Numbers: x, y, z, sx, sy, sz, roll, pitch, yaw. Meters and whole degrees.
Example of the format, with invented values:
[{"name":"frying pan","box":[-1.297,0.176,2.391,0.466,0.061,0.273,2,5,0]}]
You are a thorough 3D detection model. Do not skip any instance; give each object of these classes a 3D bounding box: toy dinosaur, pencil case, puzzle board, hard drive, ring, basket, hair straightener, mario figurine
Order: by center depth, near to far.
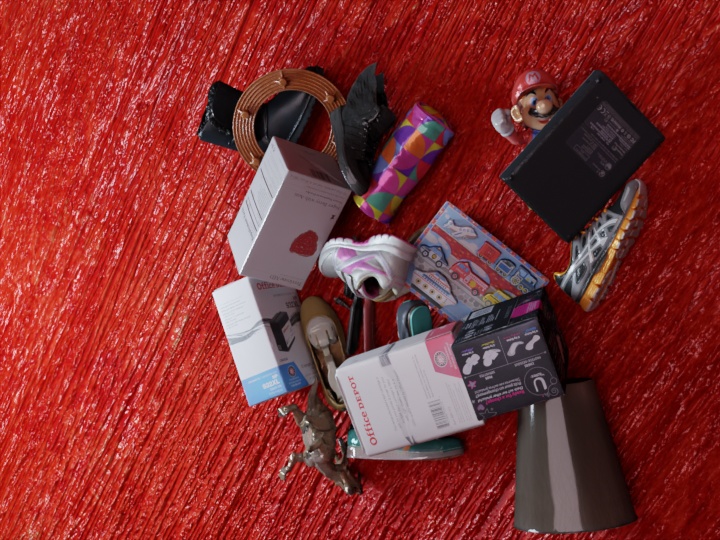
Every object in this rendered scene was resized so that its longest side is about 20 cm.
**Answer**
[{"name":"hard drive","box":[0.313,-0.159,1.209,0.139,0.033,0.200,41,96,-12]},{"name":"mario figurine","box":[0.266,-0.192,1.239,0.105,0.122,0.203,-7,95,52]},{"name":"basket","box":[0.297,0.264,1.246,0.178,0.136,0.203,-9,85,20]},{"name":"puzzle board","box":[0.167,0.012,1.320,0.199,0.017,0.151,37,109,-1]},{"name":"pencil case","box":[0.067,-0.169,1.362,0.088,0.088,0.201,44,112,17]},{"name":"ring","box":[-0.111,-0.233,1.410,0.197,0.019,0.203,-3,121,-4]},{"name":"toy dinosaur","box":[-0.064,0.279,1.435,0.085,0.134,0.204,-9,83,44]},{"name":"hair straightener","box":[-0.015,0.043,1.436,0.076,0.041,0.204,-1,92,26]}]

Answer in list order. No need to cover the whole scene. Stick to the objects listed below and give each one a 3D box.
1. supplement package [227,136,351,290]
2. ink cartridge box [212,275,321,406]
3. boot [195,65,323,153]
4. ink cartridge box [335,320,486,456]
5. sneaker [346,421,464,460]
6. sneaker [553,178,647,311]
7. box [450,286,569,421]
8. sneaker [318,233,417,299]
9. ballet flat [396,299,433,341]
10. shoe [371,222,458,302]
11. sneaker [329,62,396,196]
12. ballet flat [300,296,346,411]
[{"name":"supplement package","box":[-0.119,-0.091,1.400,0.202,0.120,0.120,-62,32,24]},{"name":"ink cartridge box","box":[-0.153,0.111,1.451,0.083,0.145,0.203,-23,83,25]},{"name":"boot","box":[-0.170,-0.279,1.432,0.166,0.077,0.202,23,112,-17]},{"name":"ink cartridge box","box":[0.081,0.179,1.296,0.198,0.083,0.148,-20,94,21]},{"name":"sneaker","box":[0.071,0.268,1.389,0.197,0.071,0.081,-2,76,17]},{"name":"sneaker","box":[0.347,-0.043,1.233,0.077,0.078,0.202,34,106,29]},{"name":"box","box":[0.218,0.116,1.220,0.131,0.200,0.116,-21,94,18]},{"name":"sneaker","box":[0.000,0.000,1.338,0.199,0.081,0.090,-7,66,51]},{"name":"ballet flat","box":[0.092,0.140,1.375,0.072,0.073,0.203,-1,108,26]},{"name":"shoe","box":[0.095,-0.016,1.375,0.199,0.053,0.071,-36,61,15]},{"name":"sneaker","box":[0.011,-0.222,1.340,0.103,0.060,0.202,-26,58,20]},{"name":"ballet flat","box":[-0.051,0.138,1.444,0.068,0.063,0.203,-20,86,-2]}]
